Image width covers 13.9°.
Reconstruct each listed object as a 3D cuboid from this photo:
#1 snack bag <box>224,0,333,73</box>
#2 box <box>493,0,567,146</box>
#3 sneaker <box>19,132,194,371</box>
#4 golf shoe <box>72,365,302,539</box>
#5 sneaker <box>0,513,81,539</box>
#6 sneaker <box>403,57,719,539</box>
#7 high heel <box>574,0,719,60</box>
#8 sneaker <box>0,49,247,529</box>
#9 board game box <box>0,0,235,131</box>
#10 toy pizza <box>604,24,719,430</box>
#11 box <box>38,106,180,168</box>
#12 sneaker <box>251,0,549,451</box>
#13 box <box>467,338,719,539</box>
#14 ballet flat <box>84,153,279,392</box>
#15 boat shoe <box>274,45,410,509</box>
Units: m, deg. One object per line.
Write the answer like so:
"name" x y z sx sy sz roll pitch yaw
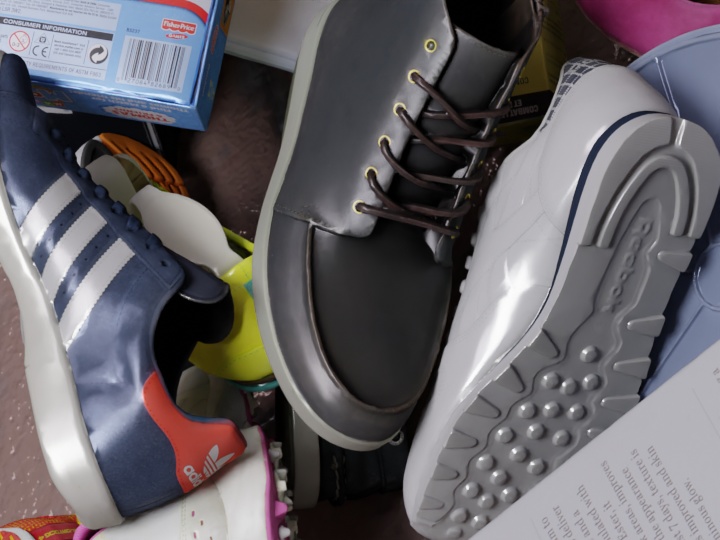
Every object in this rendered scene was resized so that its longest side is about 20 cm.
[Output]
"snack bag" -0.014 -0.169 1.308 0.021 0.188 0.201 -38 42 56
"box" 0.050 -0.156 1.261 0.050 0.075 0.201 -9 87 13
"sneaker" -0.115 0.043 1.363 0.092 0.075 0.201 -39 47 44
"golf shoe" -0.077 0.087 1.215 0.091 0.076 0.200 -16 13 -4
"sneaker" -0.175 0.190 1.333 0.200 0.077 0.073 -49 65 27
"sneaker" 0.070 0.015 1.168 0.080 0.076 0.201 44 110 49
"high heel" 0.170 -0.118 1.187 0.199 0.067 0.097 26 116 32
"sneaker" -0.097 -0.002 1.158 0.084 0.075 0.201 -18 72 0
"board game box" -0.118 -0.167 1.242 0.150 0.037 0.201 9 76 10
"toy pizza" 0.149 0.003 1.160 0.199 0.032 0.201 -5 83 39
"box" -0.149 -0.174 1.386 0.123 0.200 0.198 3 65 8
"sneaker" 0.016 -0.036 1.152 0.106 0.074 0.201 -31 50 52
"box" 0.161 0.104 1.035 0.200 0.152 0.107 -41 49 16
"ballet flat" -0.089 -0.013 1.246 0.067 0.067 0.200 -40 38 -18
"boat shoe" 0.000 0.000 1.249 0.074 0.066 0.201 162 109 -79
